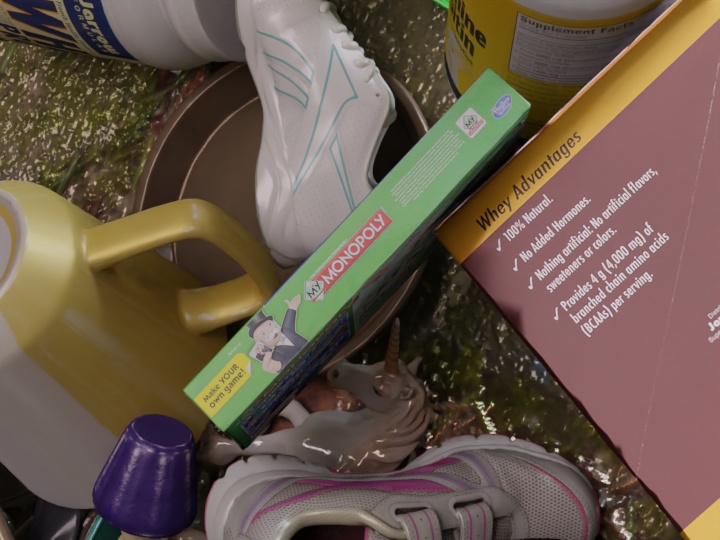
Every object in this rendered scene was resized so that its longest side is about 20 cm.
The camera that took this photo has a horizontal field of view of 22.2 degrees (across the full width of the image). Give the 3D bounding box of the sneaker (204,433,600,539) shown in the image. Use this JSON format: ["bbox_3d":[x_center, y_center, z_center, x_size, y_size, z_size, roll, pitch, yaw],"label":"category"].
[{"bbox_3d":[0.024,0.136,0.902,0.198,0.088,0.082,-6,108,-5],"label":"sneaker"}]

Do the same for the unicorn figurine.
[{"bbox_3d":[-0.031,0.115,0.988,0.136,0.074,0.202,7,96,28],"label":"unicorn figurine"}]

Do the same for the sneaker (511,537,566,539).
[{"bbox_3d":[0.127,0.188,0.829,0.198,0.088,0.075,18,123,7],"label":"sneaker"}]

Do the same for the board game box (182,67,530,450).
[{"bbox_3d":[0.000,0.000,0.874,0.029,0.135,0.200,43,83,7],"label":"board game box"}]

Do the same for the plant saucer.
[{"bbox_3d":[-0.042,-0.031,1.048,0.198,0.029,0.202,-7,73,25],"label":"plant saucer"}]

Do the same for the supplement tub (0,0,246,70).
[{"bbox_3d":[-0.140,-0.196,1.071,0.199,0.145,0.146,13,83,31],"label":"supplement tub"}]

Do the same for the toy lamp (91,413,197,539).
[{"bbox_3d":[-0.125,0.169,0.975,0.058,0.058,0.202,29,117,30],"label":"toy lamp"}]

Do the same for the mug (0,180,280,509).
[{"bbox_3d":[-0.158,0.016,0.979,0.187,0.153,0.149,-47,51,-4],"label":"mug"}]

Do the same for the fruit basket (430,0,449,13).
[{"bbox_3d":[0.071,-0.242,0.966,0.215,0.155,0.217,-21,58,37],"label":"fruit basket"}]

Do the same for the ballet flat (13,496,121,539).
[{"bbox_3d":[-0.190,0.205,1.041,0.073,0.073,0.201,17,80,29],"label":"ballet flat"}]

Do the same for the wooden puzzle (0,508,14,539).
[{"bbox_3d":[-0.277,0.133,1.054,0.184,0.037,0.201,-30,77,32],"label":"wooden puzzle"}]

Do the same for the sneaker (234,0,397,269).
[{"bbox_3d":[-0.021,-0.106,0.995,0.079,0.070,0.202,-7,94,14],"label":"sneaker"}]

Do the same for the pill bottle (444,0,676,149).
[{"bbox_3d":[0.099,-0.148,0.869,0.111,0.200,0.113,0,64,-1],"label":"pill bottle"}]

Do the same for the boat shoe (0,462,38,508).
[{"bbox_3d":[-0.251,0.104,1.096,0.198,0.068,0.073,-6,74,26],"label":"boat shoe"}]

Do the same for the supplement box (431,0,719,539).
[{"bbox_3d":[0.181,-0.001,0.853,0.197,0.133,0.200,-43,69,11],"label":"supplement box"}]
